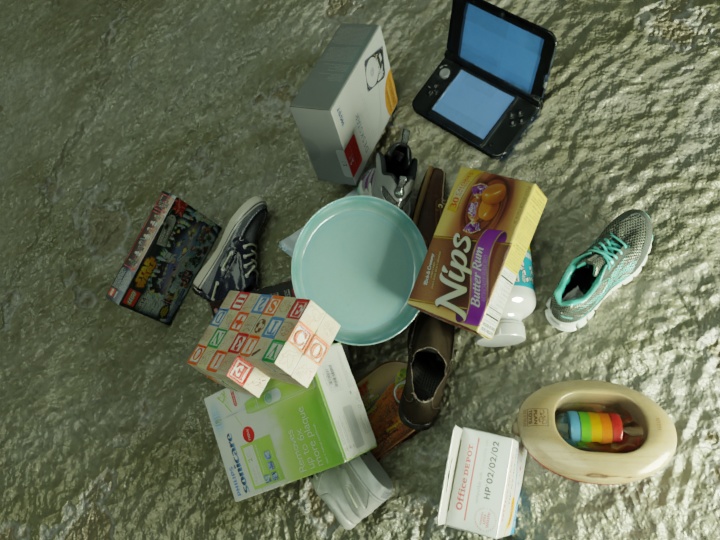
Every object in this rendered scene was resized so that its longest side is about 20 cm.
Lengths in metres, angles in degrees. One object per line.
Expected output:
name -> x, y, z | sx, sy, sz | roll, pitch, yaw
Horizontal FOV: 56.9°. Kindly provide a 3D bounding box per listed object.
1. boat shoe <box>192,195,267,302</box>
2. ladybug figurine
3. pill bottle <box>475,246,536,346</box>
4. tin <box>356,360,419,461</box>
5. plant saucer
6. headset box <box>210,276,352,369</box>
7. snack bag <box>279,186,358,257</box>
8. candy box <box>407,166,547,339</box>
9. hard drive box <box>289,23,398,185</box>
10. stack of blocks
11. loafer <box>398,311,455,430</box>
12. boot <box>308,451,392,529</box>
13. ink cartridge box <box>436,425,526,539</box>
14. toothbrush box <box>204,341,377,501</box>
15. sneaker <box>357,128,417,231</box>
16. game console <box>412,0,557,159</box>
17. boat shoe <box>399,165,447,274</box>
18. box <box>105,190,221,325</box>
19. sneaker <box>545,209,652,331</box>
boat shoe -> -0.198, -0.021, 1.139 | 0.092, 0.075, 0.202 | 34, 95, 21
ladybug figurine -> 0.292, 0.210, 0.843 | 0.196, 0.073, 0.137 | 4, 49, 9
pill bottle -> 0.191, 0.002, 0.949 | 0.109, 0.111, 0.204 | -8, 70, 19
tin -> 0.020, 0.217, 0.985 | 0.199, 0.042, 0.113 | -37, 67, 7
plant saucer -> 0.000, 0.000, 0.916 | 0.196, 0.027, 0.205 | 0, 89, -14
headset box -> -0.110, 0.093, 0.979 | 0.197, 0.077, 0.152 | -13, 92, 30
snack bag -> 0.001, -0.036, 1.039 | 0.199, 0.022, 0.188 | -37, 61, -26
candy box -> 0.153, -0.025, 0.880 | 0.115, 0.056, 0.203 | 21, 86, 37
hard drive box -> -0.020, -0.267, 1.067 | 0.075, 0.157, 0.202 | 11, 59, 24
stack of blocks -> -0.127, 0.094, 0.839 | 0.198, 0.058, 0.116 | 1, 57, 51
loafer -> 0.102, 0.122, 0.937 | 0.072, 0.072, 0.203 | 12, 55, -1
boot -> -0.045, 0.261, 0.938 | 0.096, 0.073, 0.201 | -44, 59, 9
ink cartridge box -> 0.156, 0.264, 0.823 | 0.067, 0.200, 0.117 | 7, 75, 23
toothbrush box -> -0.097, 0.202, 0.889 | 0.198, 0.086, 0.148 | -27, 77, 30
sneaker -> 0.049, -0.153, 1.013 | 0.076, 0.142, 0.201 | 5, 30, -14
game console -> 0.186, -0.308, 1.050 | 0.199, 0.118, 0.172 | 37, 88, 28
boat shoe -> 0.109, -0.072, 1.016 | 0.069, 0.071, 0.203 | 15, 60, 4
box -> -0.335, -0.018, 1.149 | 0.039, 0.137, 0.203 | 22, 82, 29
sneaker -> 0.329, -0.005, 0.906 | 0.077, 0.091, 0.201 | 37, 88, 27
